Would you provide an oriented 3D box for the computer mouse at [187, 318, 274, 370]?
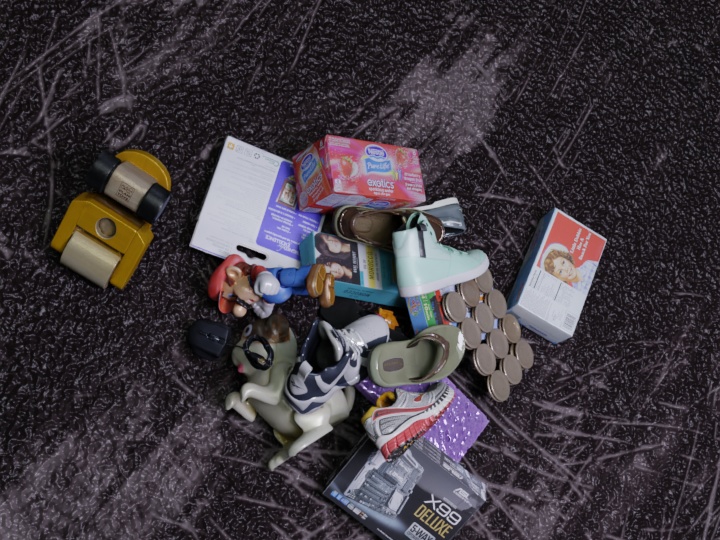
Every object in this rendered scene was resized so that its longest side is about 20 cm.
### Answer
[{"bbox_3d":[-0.196,0.107,1.325,0.034,0.198,0.059,35,72,-43],"label":"computer mouse"}]

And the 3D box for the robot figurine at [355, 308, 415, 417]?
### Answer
[{"bbox_3d":[0.062,0.169,1.452,0.142,0.058,0.204,11,72,-14],"label":"robot figurine"}]

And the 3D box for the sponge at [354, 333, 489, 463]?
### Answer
[{"bbox_3d":[0.097,0.206,1.405,0.200,0.030,0.112,45,65,-3],"label":"sponge"}]

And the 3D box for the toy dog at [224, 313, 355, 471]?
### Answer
[{"bbox_3d":[-0.112,0.164,1.357,0.192,0.140,0.202,-32,84,-23],"label":"toy dog"}]

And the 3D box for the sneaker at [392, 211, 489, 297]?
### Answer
[{"bbox_3d":[0.127,-0.038,1.402,0.199,0.073,0.120,-17,97,-45],"label":"sneaker"}]

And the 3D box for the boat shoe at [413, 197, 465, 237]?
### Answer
[{"bbox_3d":[0.093,-0.067,1.520,0.197,0.073,0.063,-19,77,-26],"label":"boat shoe"}]

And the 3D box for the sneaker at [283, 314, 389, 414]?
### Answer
[{"bbox_3d":[-0.024,0.106,1.271,0.198,0.130,0.080,-30,67,-29],"label":"sneaker"}]

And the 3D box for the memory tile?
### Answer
[{"bbox_3d":[0.211,0.100,1.482,0.153,0.017,0.202,-40,104,-46],"label":"memory tile"}]

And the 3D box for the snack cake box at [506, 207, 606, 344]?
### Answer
[{"bbox_3d":[0.340,0.009,1.579,0.114,0.067,0.202,29,68,-6],"label":"snack cake box"}]

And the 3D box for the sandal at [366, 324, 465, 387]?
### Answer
[{"bbox_3d":[0.092,0.129,1.319,0.199,0.057,0.081,-13,87,-45],"label":"sandal"}]

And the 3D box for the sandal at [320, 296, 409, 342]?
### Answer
[{"bbox_3d":[0.005,0.090,1.401,0.075,0.045,0.199,-37,49,-22],"label":"sandal"}]

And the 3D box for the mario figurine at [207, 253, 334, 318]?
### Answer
[{"bbox_3d":[-0.141,0.040,1.355,0.196,0.125,0.107,0,35,22],"label":"mario figurine"}]

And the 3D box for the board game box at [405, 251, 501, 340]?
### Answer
[{"bbox_3d":[0.151,0.047,1.482,0.198,0.036,0.154,-4,75,-47],"label":"board game box"}]

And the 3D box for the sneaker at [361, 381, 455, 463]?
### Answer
[{"bbox_3d":[0.072,0.198,1.309,0.082,0.078,0.199,45,29,13],"label":"sneaker"}]

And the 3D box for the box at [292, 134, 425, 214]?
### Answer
[{"bbox_3d":[-0.001,-0.148,1.463,0.198,0.099,0.097,2,74,-39],"label":"box"}]

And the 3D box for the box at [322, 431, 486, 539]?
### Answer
[{"bbox_3d":[0.067,0.331,1.366,0.199,0.050,0.158,38,108,-4],"label":"box"}]

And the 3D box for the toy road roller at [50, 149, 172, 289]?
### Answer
[{"bbox_3d":[-0.362,-0.087,1.371,0.122,0.146,0.202,31,105,-7],"label":"toy road roller"}]

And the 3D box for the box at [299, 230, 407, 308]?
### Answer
[{"bbox_3d":[0.000,0.000,1.451,0.197,0.049,0.084,11,60,-30],"label":"box"}]

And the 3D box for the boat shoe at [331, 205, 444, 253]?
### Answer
[{"bbox_3d":[0.056,-0.062,1.430,0.199,0.075,0.076,1,95,-28],"label":"boat shoe"}]

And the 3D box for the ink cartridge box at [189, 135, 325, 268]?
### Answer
[{"bbox_3d":[-0.158,-0.091,1.460,0.195,0.043,0.203,21,68,-12],"label":"ink cartridge box"}]
